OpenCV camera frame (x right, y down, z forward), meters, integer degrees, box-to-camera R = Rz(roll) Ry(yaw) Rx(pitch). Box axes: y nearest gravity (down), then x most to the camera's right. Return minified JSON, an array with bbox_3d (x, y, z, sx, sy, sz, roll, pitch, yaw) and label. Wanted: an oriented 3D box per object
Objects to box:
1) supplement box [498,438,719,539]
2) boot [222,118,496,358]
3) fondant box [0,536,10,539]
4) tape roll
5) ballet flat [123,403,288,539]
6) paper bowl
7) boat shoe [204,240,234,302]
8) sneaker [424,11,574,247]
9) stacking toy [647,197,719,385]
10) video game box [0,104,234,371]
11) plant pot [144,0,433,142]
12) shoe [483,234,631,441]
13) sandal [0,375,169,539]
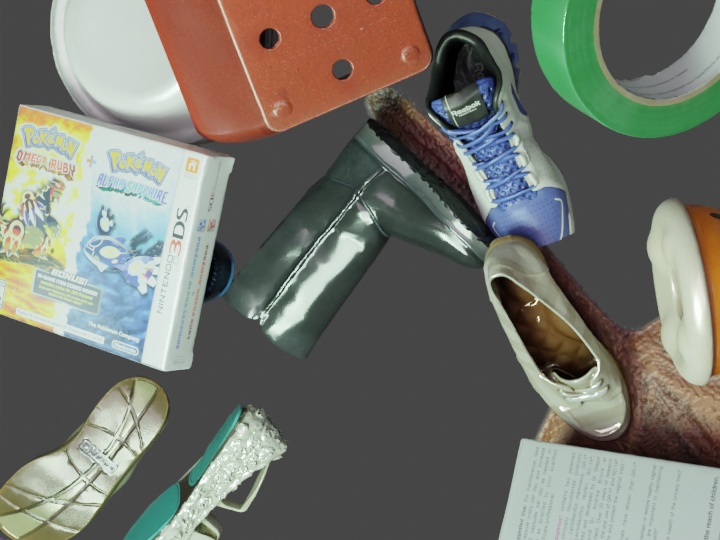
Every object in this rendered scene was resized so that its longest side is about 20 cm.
[{"bbox_3d":[0.220,0.210,1.321,0.200,0.101,0.103,7,65,17],"label":"supplement box"},{"bbox_3d":[-0.001,-0.001,1.401,0.165,0.066,0.200,46,106,16],"label":"boot"},{"bbox_3d":[-0.415,0.339,1.595,0.144,0.058,0.200,15,103,16],"label":"fondant box"},{"bbox_3d":[0.224,-0.200,1.239,0.048,0.200,0.200,44,115,53],"label":"tape roll"},{"bbox_3d":[-0.136,0.205,1.480,0.072,0.072,0.200,44,109,8],"label":"ballet flat"},{"bbox_3d":[-0.168,-0.203,1.411,0.201,0.104,0.201,2,97,18],"label":"paper bowl"},{"bbox_3d":[-0.206,-0.009,1.446,0.200,0.069,0.084,7,86,29],"label":"boat shoe"},{"bbox_3d":[0.098,-0.108,1.328,0.081,0.115,0.199,-18,92,21],"label":"sneaker"},{"bbox_3d":[0.330,0.003,1.281,0.200,0.146,0.146,-9,95,0],"label":"stacking toy"},{"bbox_3d":[-0.213,-0.030,1.389,0.200,0.047,0.182,16,97,27],"label":"video game box"},{"bbox_3d":[-0.050,-0.205,1.266,0.200,0.176,0.200,-24,113,-8],"label":"plant pot"},{"bbox_3d":[0.155,0.065,1.339,0.070,0.053,0.200,-28,109,18],"label":"shoe"},{"bbox_3d":[-0.247,0.175,1.522,0.080,0.054,0.200,45,94,2],"label":"sandal"}]
